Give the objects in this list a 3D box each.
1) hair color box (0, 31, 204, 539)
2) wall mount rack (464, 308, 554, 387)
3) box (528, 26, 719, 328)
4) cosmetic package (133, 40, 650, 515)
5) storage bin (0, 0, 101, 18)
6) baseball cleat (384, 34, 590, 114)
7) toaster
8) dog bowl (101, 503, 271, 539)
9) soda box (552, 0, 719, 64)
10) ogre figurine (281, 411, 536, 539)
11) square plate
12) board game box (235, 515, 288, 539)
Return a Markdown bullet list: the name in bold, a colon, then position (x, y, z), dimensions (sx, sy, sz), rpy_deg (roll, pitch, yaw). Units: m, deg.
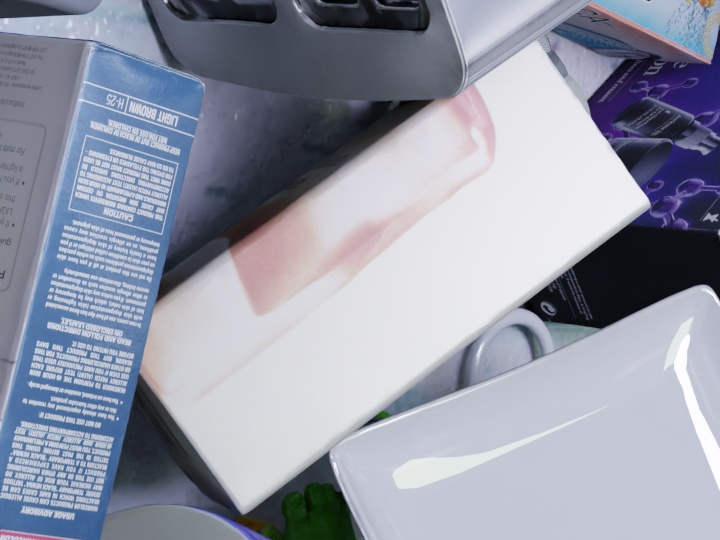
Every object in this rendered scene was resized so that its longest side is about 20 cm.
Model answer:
- **hair color box**: position (-0.130, 0.017, 0.786), dimensions (0.060, 0.100, 0.200), rpy_deg (17, 86, -47)
- **wall mount rack**: position (0.074, 0.124, 1.040), dimensions (0.174, 0.075, 0.200), rpy_deg (-9, 103, -44)
- **box**: position (0.182, -0.057, 1.072), dimensions (0.200, 0.141, 0.079), rpy_deg (-47, 128, -31)
- **cosmetic package**: position (0.000, 0.000, 0.858), dimensions (0.200, 0.103, 0.087), rpy_deg (-36, 96, -12)
- **storage bin**: position (-0.176, -0.127, 0.686), dimensions (0.200, 0.134, 0.146), rpy_deg (9, 91, -46)
- **baseball cleat**: position (0.020, -0.051, 0.970), dimensions (0.200, 0.070, 0.107), rpy_deg (-39, 108, -37)
- **toaster**: position (-0.004, -0.162, 0.832), dimensions (0.119, 0.181, 0.200), rpy_deg (-39, 122, -32)
- **dog bowl**: position (-0.074, 0.191, 0.804), dimensions (0.079, 0.200, 0.200), rpy_deg (36, 71, -41)
- **soda box**: position (0.090, -0.152, 1.009), dimensions (0.200, 0.068, 0.064), rpy_deg (17, 85, -46)
- **ogre figurine**: position (0.006, 0.162, 0.906), dimensions (0.200, 0.120, 0.098), rpy_deg (-55, 130, -25)
- **square plate**: position (0.104, 0.127, 0.869), dimensions (0.200, 0.028, 0.198), rpy_deg (-21, 82, -29)
- **board game box**: position (-0.017, 0.203, 0.993), dimensions (0.200, 0.030, 0.096), rpy_deg (47, 64, -37)
